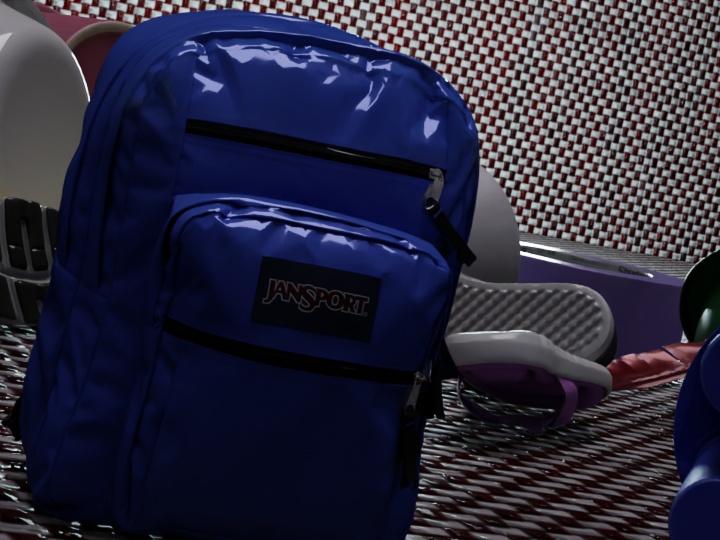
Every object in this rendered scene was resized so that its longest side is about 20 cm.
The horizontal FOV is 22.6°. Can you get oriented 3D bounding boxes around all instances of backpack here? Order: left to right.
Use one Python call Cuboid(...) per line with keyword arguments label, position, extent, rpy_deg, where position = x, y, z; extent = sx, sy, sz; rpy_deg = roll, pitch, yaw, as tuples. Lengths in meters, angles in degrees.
Cuboid(label="backpack", position=(-0.032, 0.004, 0.690), extent=(0.162, 0.200, 0.168), rpy_deg=(10, 5, -21))

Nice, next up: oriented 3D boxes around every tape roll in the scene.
Cuboid(label="tape roll", position=(0.171, 0.031, 1.503), extent=(0.200, 0.085, 0.200), rpy_deg=(11, 6, -1))

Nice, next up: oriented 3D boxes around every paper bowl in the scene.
Cuboid(label="paper bowl", position=(-0.249, -0.091, 1.175), extent=(0.104, 0.201, 0.201), rpy_deg=(3, 1, 23))

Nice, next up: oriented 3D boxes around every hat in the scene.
Cuboid(label="hat", position=(0.259, 0.093, 1.237), extent=(0.200, 0.166, 0.176), rpy_deg=(0, 35, 38))

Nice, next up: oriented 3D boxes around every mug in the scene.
Cuboid(label="mug", position=(0.007, 0.002, 1.358), extent=(0.153, 0.187, 0.149), rpy_deg=(-7, 50, -48))

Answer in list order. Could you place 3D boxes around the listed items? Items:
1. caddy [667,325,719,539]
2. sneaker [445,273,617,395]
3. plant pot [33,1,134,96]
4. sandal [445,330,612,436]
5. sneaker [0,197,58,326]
Cuboid(label="caddy", position=(0.222, 0.082, 0.739), extent=(0.200, 0.141, 0.105), rpy_deg=(15, 9, 22))
Cuboid(label="sneaker", position=(0.071, 0.041, 1.189), extent=(0.200, 0.078, 0.079), rpy_deg=(10, -18, 19))
Cuboid(label="plant pot", position=(-0.240, -0.120, 1.400), extent=(0.200, 0.200, 0.179), rpy_deg=(7, -7, -43))
Cuboid(label="sandal", position=(0.094, 0.073, 1.069), extent=(0.082, 0.050, 0.203), rpy_deg=(-3, -13, 23))
Cuboid(label="sneaker", position=(-0.198, 0.002, 1.127), extent=(0.200, 0.078, 0.090), rpy_deg=(1, -12, -44))
